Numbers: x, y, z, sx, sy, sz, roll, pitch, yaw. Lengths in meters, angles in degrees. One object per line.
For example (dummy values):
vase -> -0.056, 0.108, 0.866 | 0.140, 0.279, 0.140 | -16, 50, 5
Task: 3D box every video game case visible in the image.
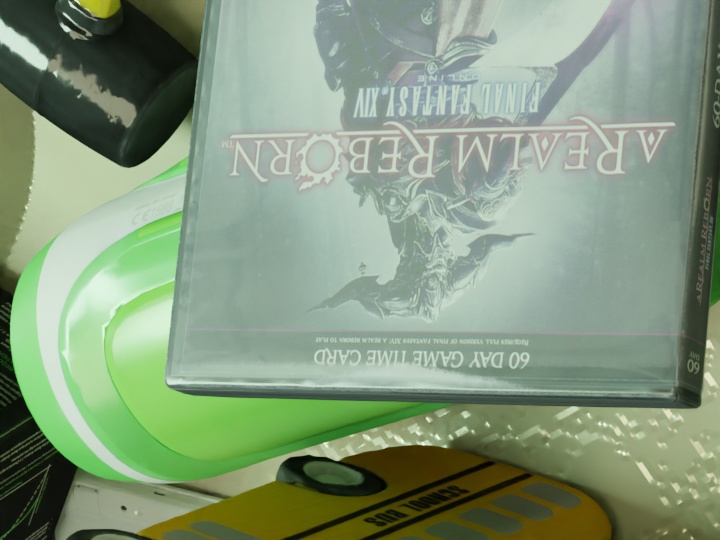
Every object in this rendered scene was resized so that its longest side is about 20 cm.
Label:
video game case -> 0.025, -0.067, 0.737 | 0.143, 0.019, 0.200 | 0, 78, 30

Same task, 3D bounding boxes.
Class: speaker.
speaker -> 0.000, 0.000, 0.809 | 0.200, 0.088, 0.088 | -18, 102, 35

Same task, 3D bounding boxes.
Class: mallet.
mallet -> -0.054, -0.099, 0.791 | 0.066, 0.041, 0.200 | 41, 144, 6

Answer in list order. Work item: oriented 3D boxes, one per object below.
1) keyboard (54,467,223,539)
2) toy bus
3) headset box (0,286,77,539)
keyboard -> -0.009, 0.103, 0.912 | 0.200, 0.011, 0.056 | 12, 123, 26
toy bus -> -0.011, 0.097, 0.783 | 0.078, 0.200, 0.065 | 18, 105, 25
headset box -> -0.195, 0.074, 0.950 | 0.174, 0.093, 0.200 | 35, 126, 17
